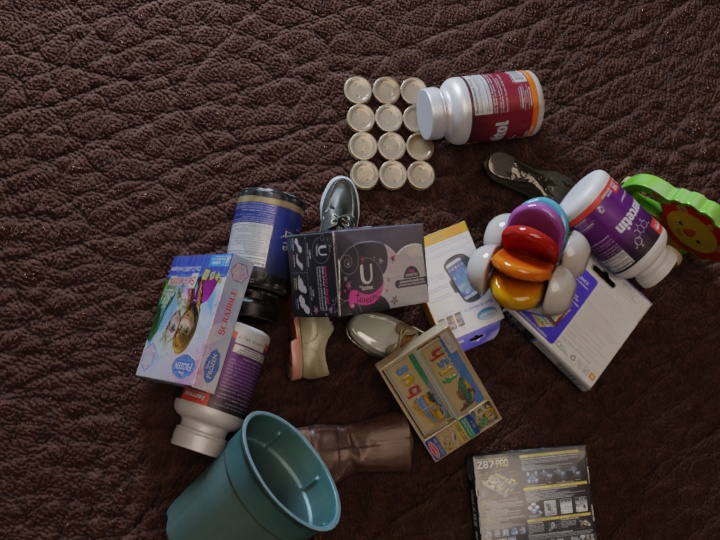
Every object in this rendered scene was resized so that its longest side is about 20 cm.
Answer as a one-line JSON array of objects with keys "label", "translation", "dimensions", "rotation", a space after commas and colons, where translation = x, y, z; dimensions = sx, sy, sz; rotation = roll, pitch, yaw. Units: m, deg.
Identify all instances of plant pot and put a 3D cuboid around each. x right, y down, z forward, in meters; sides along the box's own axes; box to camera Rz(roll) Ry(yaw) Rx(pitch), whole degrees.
[{"label": "plant pot", "translation": [-0.166, 0.343, 1.366], "dimensions": [0.196, 0.200, 0.201], "rotation": [-40, 89, 16]}]

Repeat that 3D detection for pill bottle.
[{"label": "pill bottle", "translation": [0.432, -0.066, 1.574], "dimensions": [0.200, 0.112, 0.113], "rotation": [42, 76, -5]}, {"label": "pill bottle", "translation": [-0.220, 0.180, 1.440], "dimensions": [0.110, 0.111, 0.202], "rotation": [19, 77, -6]}, {"label": "pill bottle", "translation": [-0.157, -0.021, 1.487], "dimensions": [0.111, 0.112, 0.202], "rotation": [11, 79, -8]}, {"label": "pill bottle", "translation": [0.201, -0.274, 1.592], "dimensions": [0.198, 0.113, 0.114], "rotation": [-8, 82, -14]}]

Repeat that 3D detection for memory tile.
[{"label": "memory tile", "translation": [0.050, -0.235, 1.612], "dimensions": [0.152, 0.017, 0.202], "rotation": [-2, 80, -11]}]

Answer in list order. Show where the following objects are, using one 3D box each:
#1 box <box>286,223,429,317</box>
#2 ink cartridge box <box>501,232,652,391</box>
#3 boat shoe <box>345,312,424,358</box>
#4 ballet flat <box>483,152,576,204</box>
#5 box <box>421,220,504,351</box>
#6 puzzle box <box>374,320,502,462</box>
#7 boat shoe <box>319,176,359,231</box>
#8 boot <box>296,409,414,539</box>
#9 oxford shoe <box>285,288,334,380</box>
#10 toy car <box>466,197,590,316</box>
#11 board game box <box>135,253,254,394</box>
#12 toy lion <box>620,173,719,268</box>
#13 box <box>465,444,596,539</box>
[{"label": "box", "translation": [0.000, 0.000, 1.459], "dimensions": [0.199, 0.114, 0.134], "rotation": [-7, 92, -42]}, {"label": "ink cartridge box", "translation": [0.369, 0.065, 1.599], "dimensions": [0.198, 0.043, 0.200], "rotation": [44, 70, -1]}, {"label": "boat shoe", "translation": [0.073, 0.118, 1.526], "dimensions": [0.198, 0.068, 0.075], "rotation": [22, 77, -6]}, {"label": "ballet flat", "translation": [0.301, -0.149, 1.632], "dimensions": [0.198, 0.046, 0.068], "rotation": [22, 80, -10]}, {"label": "box", "translation": [0.157, 0.032, 1.573], "dimensions": [0.118, 0.041, 0.202], "rotation": [-20, 87, -13]}, {"label": "puzzle box", "translation": [0.125, 0.193, 1.490], "dimensions": [0.132, 0.025, 0.201], "rotation": [-32, 112, 0]}, {"label": "boat shoe", "translation": [-0.037, -0.061, 1.544], "dimensions": [0.068, 0.057, 0.202], "rotation": [9, 79, -8]}, {"label": "boot", "translation": [0.002, 0.324, 1.485], "dimensions": [0.198, 0.064, 0.188], "rotation": [-4, 83, -16]}, {"label": "oxford shoe", "translation": [-0.081, 0.075, 1.511], "dimensions": [0.073, 0.071, 0.202], "rotation": [2, 90, -15]}, {"label": "toy car", "translation": [0.273, -0.037, 1.501], "dimensions": [0.174, 0.151, 0.201], "rotation": [17, 47, 19]}, {"label": "board game box", "translation": [-0.252, 0.076, 1.412], "dimensions": [0.041, 0.199, 0.201], "rotation": [24, 75, -34]}, {"label": "toy lion", "translation": [0.534, -0.089, 1.582], "dimensions": [0.200, 0.192, 0.069], "rotation": [43, 76, 0]}, {"label": "box", "translation": [0.278, 0.374, 1.529], "dimensions": [0.198, 0.049, 0.163], "rotation": [-4, 83, -11]}]
